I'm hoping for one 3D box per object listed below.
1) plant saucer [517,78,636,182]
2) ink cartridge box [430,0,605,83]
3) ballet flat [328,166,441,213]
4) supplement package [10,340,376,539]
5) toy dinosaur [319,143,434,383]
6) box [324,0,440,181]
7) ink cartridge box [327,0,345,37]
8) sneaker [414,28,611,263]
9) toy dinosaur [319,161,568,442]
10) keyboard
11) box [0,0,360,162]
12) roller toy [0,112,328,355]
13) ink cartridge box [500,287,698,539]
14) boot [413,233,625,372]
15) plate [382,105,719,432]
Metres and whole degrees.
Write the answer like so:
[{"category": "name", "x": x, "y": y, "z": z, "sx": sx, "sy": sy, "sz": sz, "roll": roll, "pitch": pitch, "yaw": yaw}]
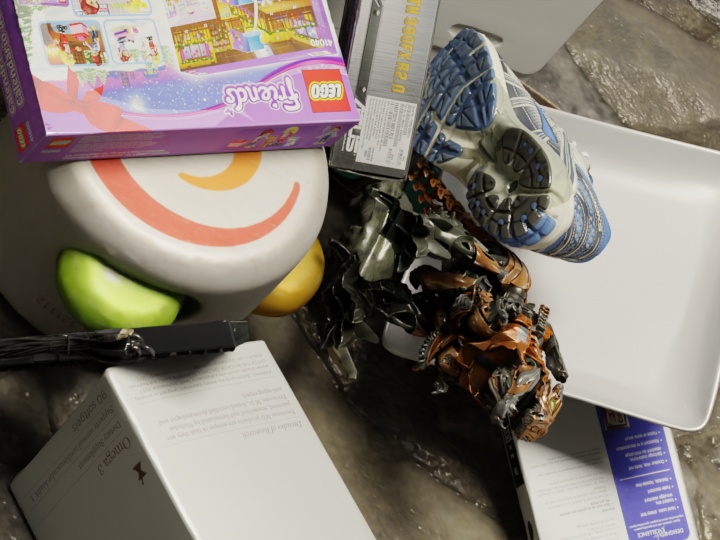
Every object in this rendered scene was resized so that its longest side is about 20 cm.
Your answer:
[{"category": "plant saucer", "x": 0.138, "y": -0.057, "z": 1.777, "sx": 0.200, "sy": 0.032, "sz": 0.200, "roll": 43, "pitch": -5, "yaw": 5}, {"category": "ink cartridge box", "x": 0.072, "y": -0.251, "z": 1.887, "sx": 0.145, "sy": 0.145, "sz": 0.200, "roll": 13, "pitch": 48, "yaw": -33}, {"category": "ballet flat", "x": 0.027, "y": -0.069, "z": 1.737, "sx": 0.200, "sy": 0.069, "sz": 0.071, "roll": 43, "pitch": 10, "yaw": 25}, {"category": "supplement package", "x": -0.074, "y": 0.156, "z": 1.410, "sx": 0.117, "sy": 0.117, "sz": 0.200, "roll": -9, "pitch": 61, "yaw": -45}, {"category": "toy dinosaur", "x": 0.000, "y": 0.000, "z": 1.634, "sx": 0.047, "sy": 0.088, "sz": 0.200, "roll": 25, "pitch": 56, "yaw": -9}, {"category": "box", "x": 0.019, "y": -0.163, "z": 1.587, "sx": 0.048, "sy": 0.200, "sz": 0.158, "roll": 10, "pitch": 10, "yaw": -4}, {"category": "ink cartridge box", "x": -0.001, "y": -0.243, "z": 1.771, "sx": 0.084, "sy": 0.200, "sz": 0.146, "roll": 13, "pitch": 47, "yaw": -30}, {"category": "sneaker", "x": 0.092, "y": -0.068, "z": 1.614, "sx": 0.085, "sy": 0.077, "sz": 0.200, "roll": 29, "pitch": 24, "yaw": -36}, {"category": "toy dinosaur", "x": 0.053, "y": 0.016, "z": 1.553, "sx": 0.136, "sy": 0.102, "sz": 0.200, "roll": 17, "pitch": 17, "yaw": -31}, {"category": "keyboard", "x": -0.160, "y": 0.042, "z": 1.380, "sx": 0.127, "sy": 0.200, "sz": 0.021, "roll": 8, "pitch": 76, "yaw": -83}, {"category": "box", "x": -0.107, "y": -0.132, "z": 1.470, "sx": 0.200, "sy": 0.039, "sz": 0.137, "roll": -4, "pitch": 71, "yaw": -34}, {"category": "roller toy", "x": -0.122, "y": -0.044, "z": 1.533, "sx": 0.200, "sy": 0.140, "sz": 0.182, "roll": -19, "pitch": 74, "yaw": -38}, {"category": "ink cartridge box", "x": 0.143, "y": 0.117, "z": 1.635, "sx": 0.099, "sy": 0.039, "sz": 0.200, "roll": -11, "pitch": 79, "yaw": -10}, {"category": "boot", "x": 0.124, "y": 0.013, "z": 1.701, "sx": 0.200, "sy": 0.131, "sz": 0.068, "roll": 9, "pitch": 50, "yaw": -35}, {"category": "plate", "x": 0.133, "y": -0.003, "z": 1.630, "sx": 0.200, "sy": 0.032, "sz": 0.200, "roll": 15, "pitch": 59, "yaw": 8}]
